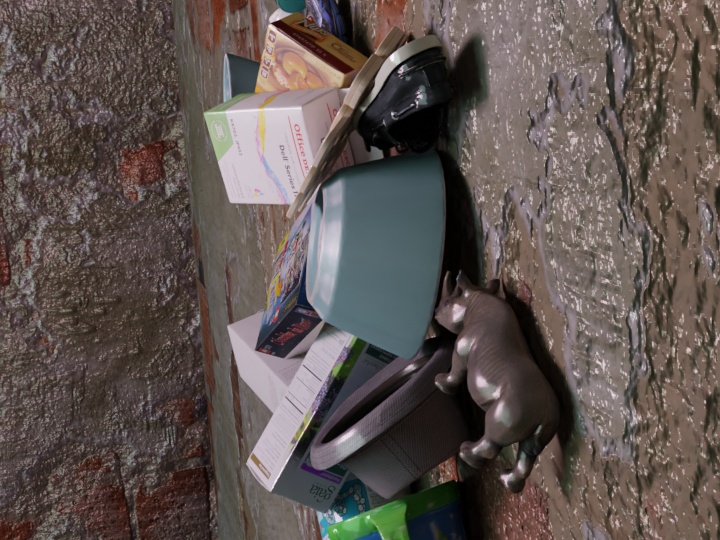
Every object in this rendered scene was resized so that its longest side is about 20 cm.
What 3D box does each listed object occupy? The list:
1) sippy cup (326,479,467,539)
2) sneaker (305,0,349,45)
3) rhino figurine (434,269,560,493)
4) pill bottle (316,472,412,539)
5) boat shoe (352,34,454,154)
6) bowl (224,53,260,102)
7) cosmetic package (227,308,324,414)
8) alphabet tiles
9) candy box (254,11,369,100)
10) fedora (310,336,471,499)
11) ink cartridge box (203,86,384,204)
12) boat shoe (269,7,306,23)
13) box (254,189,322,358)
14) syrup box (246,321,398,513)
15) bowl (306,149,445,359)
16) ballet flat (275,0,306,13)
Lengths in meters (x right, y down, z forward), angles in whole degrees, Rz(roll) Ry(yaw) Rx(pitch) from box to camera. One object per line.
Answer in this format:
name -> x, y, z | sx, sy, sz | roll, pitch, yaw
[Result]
sippy cup -> 0.051, 0.285, 1.069 | 0.139, 0.178, 0.131 | -29, 75, 35
sneaker -> -0.058, -0.249, 1.345 | 0.075, 0.078, 0.201 | -125, 31, -60
rhino figurine -> 0.102, 0.071, 0.889 | 0.088, 0.060, 0.200 | -60, 34, 35
pill bottle -> 0.010, 0.284, 1.240 | 0.111, 0.110, 0.200 | 107, 153, -57
boat shoe -> 0.046, -0.140, 1.008 | 0.066, 0.074, 0.199 | 62, 160, 9
bowl -> -0.133, -0.200, 1.552 | 0.201, 0.105, 0.202 | 178, 90, -81
cosmetic package -> -0.070, 0.118, 1.342 | 0.200, 0.107, 0.085 | 37, 143, 56
alphabet tiles -> -0.015, -0.143, 1.079 | 0.196, 0.015, 0.200 | -58, 0, -40
candy box -> -0.067, -0.184, 1.301 | 0.115, 0.055, 0.200 | 37, 135, 20
fedora -> 0.041, 0.148, 1.045 | 0.090, 0.177, 0.200 | 51, -178, -2
ink cartridge box -> -0.073, -0.138, 1.243 | 0.200, 0.067, 0.117 | 3, 117, 41
boat shoe -> -0.083, -0.320, 1.429 | 0.071, 0.069, 0.201 | 142, 120, -72
box -> -0.064, 0.006, 1.220 | 0.200, 0.038, 0.137 | 135, 148, -65
syrup box -> -0.034, 0.152, 1.205 | 0.200, 0.079, 0.081 | -61, 30, 0
bowl -> 0.007, -0.020, 1.054 | 0.201, 0.105, 0.201 | -175, 90, -81
ballet flat -> -0.058, -0.401, 1.328 | 0.200, 0.068, 0.069 | 119, 154, -49
